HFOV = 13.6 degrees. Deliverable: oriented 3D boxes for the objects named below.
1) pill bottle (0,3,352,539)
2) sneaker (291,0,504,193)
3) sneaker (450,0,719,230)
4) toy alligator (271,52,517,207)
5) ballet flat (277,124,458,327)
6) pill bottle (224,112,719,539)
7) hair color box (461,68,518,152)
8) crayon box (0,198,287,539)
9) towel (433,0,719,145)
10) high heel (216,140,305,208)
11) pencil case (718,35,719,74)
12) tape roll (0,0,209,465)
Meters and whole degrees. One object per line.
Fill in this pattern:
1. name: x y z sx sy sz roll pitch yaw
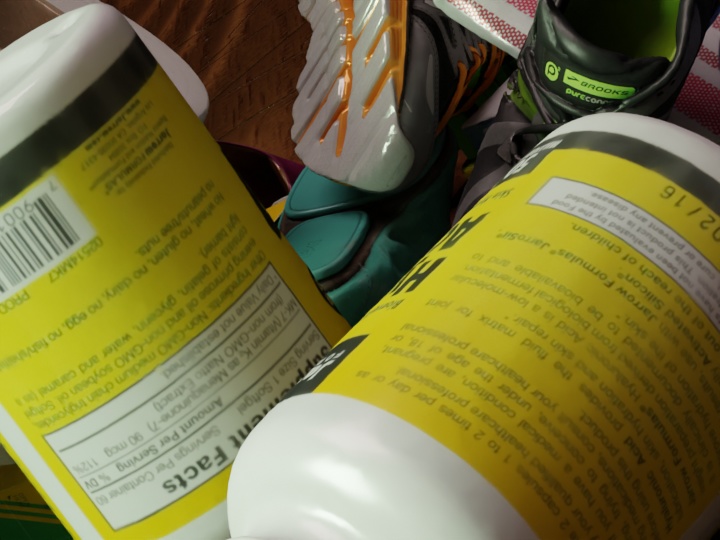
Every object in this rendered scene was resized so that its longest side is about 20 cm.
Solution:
1. pill bottle: -0.067 0.026 0.959 0.114 0.200 0.114 -33 15 10
2. sneaker: 0.022 -0.089 1.183 0.078 0.077 0.200 -55 17 29
3. sneaker: 0.072 -0.054 1.002 0.200 0.071 0.083 -69 -20 5
4. toy alligator: 0.042 -0.068 1.303 0.200 0.059 0.054 -29 15 26
5. ballet flat: 0.000 0.000 1.155 0.067 0.071 0.200 -9 20 17
6. pill bottle: 0.035 0.056 0.805 0.200 0.111 0.111 -45 17 -32
7. hair color box: 0.138 -0.100 1.178 0.200 0.061 0.100 -45 15 -35
8. crayon box: -0.112 0.066 1.228 0.172 0.058 0.200 -26 17 33
9. towel: 0.140 -0.113 1.101 0.200 0.146 0.030 -44 -22 -31
10. high heel: -0.059 -0.048 1.315 0.200 0.067 0.096 -8 -37 -52
11. pencil case: 0.197 -0.114 1.033 0.084 0.086 0.200 -9 29 48
12. tape roll: -0.171 -0.038 1.100 0.203 0.202 0.140 -90 24 -73
